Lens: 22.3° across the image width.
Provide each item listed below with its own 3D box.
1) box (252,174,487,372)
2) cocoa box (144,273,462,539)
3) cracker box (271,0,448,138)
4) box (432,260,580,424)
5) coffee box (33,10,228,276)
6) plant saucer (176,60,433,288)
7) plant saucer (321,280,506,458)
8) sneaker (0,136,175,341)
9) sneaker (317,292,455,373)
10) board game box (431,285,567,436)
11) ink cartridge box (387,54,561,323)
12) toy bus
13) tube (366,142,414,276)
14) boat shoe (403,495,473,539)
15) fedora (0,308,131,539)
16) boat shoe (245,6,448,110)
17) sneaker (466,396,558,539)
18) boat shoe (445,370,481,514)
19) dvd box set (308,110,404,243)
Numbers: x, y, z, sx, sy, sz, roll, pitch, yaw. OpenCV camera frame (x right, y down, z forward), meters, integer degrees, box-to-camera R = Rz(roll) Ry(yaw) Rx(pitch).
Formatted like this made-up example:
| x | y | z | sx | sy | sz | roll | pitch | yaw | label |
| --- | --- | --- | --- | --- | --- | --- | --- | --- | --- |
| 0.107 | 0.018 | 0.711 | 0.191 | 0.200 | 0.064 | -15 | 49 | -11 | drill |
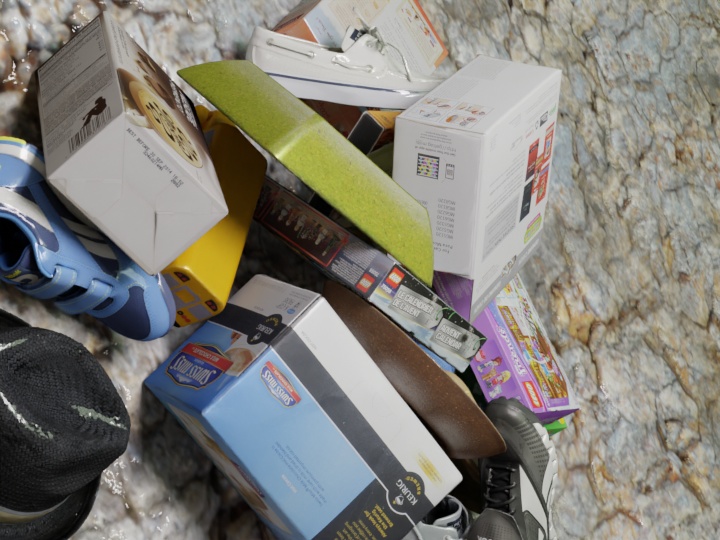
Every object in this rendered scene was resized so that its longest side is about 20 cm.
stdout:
| x | y | z | sx | sy | sz | roll | pitch | yaw | label |
| --- | --- | --- | --- | --- | --- | --- | --- | --- | --- |
| 0.000 | 0.000 | 1.505 | 0.040 | 0.200 | 0.137 | -54 | 133 | -1 | box |
| -0.046 | 0.124 | 1.423 | 0.131 | 0.133 | 0.200 | -43 | 114 | -14 | cocoa box |
| -0.001 | -0.217 | 1.767 | 0.134 | 0.058 | 0.200 | 58 | 35 | -15 | cracker box |
| 0.129 | 0.050 | 1.718 | 0.137 | 0.039 | 0.201 | 5 | 58 | -65 | box |
| -0.176 | -0.099 | 1.369 | 0.113 | 0.080 | 0.200 | 46 | 11 | -29 | coffee box |
| -0.033 | -0.091 | 1.462 | 0.200 | 0.048 | 0.200 | 39 | 1 | -37 | plant saucer |
| 0.032 | 0.089 | 1.473 | 0.037 | 0.200 | 0.200 | -45 | 117 | -9 | plant saucer |
| -0.222 | -0.005 | 1.344 | 0.200 | 0.074 | 0.082 | 43 | 44 | -22 | sneaker |
| 0.004 | 0.086 | 1.614 | 0.200 | 0.078 | 0.090 | 18 | 66 | -40 | sneaker |
| 0.123 | 0.071 | 1.772 | 0.134 | 0.029 | 0.201 | 2 | 61 | -59 | board game box |
| 0.099 | -0.073 | 1.585 | 0.200 | 0.084 | 0.176 | -41 | 139 | -58 | ink cartridge box |
| -0.131 | -0.051 | 1.483 | 0.065 | 0.078 | 0.200 | 45 | 41 | -31 | toy bus |
| 0.035 | -0.032 | 1.640 | 0.058 | 0.052 | 0.201 | -79 | 170 | -54 | tube |
| 0.057 | 0.223 | 1.605 | 0.201 | 0.071 | 0.070 | 59 | 36 | -15 | boat shoe |
| -0.229 | 0.099 | 1.254 | 0.200 | 0.091 | 0.201 | 29 | 51 | -43 | fedora |
| -0.003 | -0.193 | 1.643 | 0.075 | 0.201 | 0.086 | -106 | -156 | -81 | boat shoe |
| 0.129 | 0.207 | 1.584 | 0.091 | 0.066 | 0.201 | -48 | 139 | -48 | sneaker |
| 0.100 | 0.161 | 1.654 | 0.067 | 0.074 | 0.200 | -63 | 149 | -24 | boat shoe |
| 0.033 | -0.080 | 1.675 | 0.029 | 0.147 | 0.200 | 44 | 25 | 24 | dvd box set |
